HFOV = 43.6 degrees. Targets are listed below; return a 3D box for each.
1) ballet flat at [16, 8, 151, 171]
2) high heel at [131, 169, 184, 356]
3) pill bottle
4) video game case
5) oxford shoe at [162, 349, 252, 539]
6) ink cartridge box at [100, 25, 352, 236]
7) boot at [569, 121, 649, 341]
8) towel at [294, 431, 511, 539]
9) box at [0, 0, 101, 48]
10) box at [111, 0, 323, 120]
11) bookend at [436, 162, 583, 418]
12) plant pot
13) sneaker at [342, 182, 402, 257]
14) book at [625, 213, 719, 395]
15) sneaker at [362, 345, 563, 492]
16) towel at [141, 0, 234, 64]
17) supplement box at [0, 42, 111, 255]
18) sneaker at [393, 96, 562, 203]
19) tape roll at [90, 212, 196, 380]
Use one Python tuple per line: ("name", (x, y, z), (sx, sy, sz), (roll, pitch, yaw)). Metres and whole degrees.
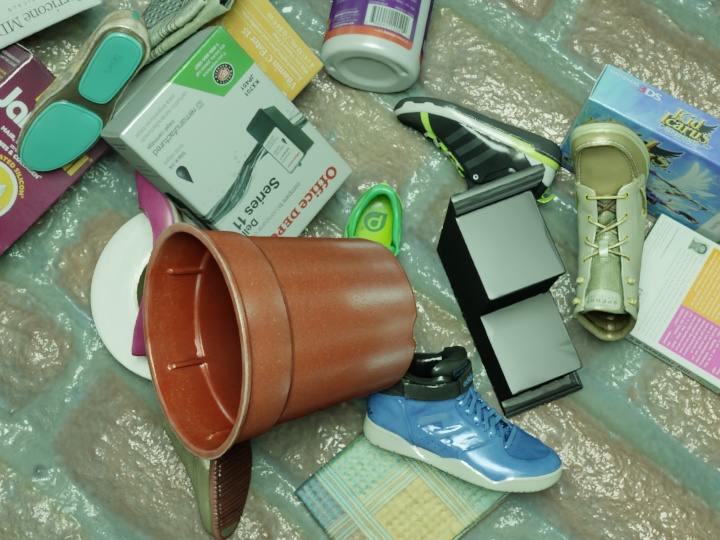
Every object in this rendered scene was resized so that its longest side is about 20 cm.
("ballet flat", (-0.266, -0.176, 0.875), (0.200, 0.068, 0.067), (-38, 41, 27))
("high heel", (-0.220, -0.014, 0.927), (0.096, 0.067, 0.200), (-22, 84, -5))
("pill bottle", (0.028, -0.311, 1.002), (0.111, 0.111, 0.200), (11, 77, 3))
("video game case", (0.308, -0.110, 0.916), (0.200, 0.181, 0.046), (29, 79, 7))
("oxford shoe", (-0.159, 0.173, 0.914), (0.075, 0.070, 0.201), (-1, 94, 22))
("ink cartridge box", (-0.127, -0.116, 0.888), (0.200, 0.083, 0.147), (45, 77, -27))
("boot", (0.238, -0.033, 0.870), (0.072, 0.200, 0.155), (2, 62, 24))
("towel", (0.052, 0.219, 0.929), (0.200, 0.022, 0.147), (-39, 79, -6))
("box", (-0.406, -0.333, 0.959), (0.199, 0.131, 0.200), (-28, 42, -6))
("box", (-0.160, -0.194, 0.960), (0.200, 0.097, 0.124), (-50, 118, -9))
("bookend", (0.157, 0.028, 0.878), (0.092, 0.200, 0.199), (-20, 77, -3))
("plant pot", (-0.067, 0.051, 0.817), (0.195, 0.201, 0.201), (-7, 74, -36))
("sneaker", (0.000, 0.000, 0.946), (0.074, 0.084, 0.200), (9, 78, 3))
("book", (0.370, 0.048, 0.950), (0.200, 0.048, 0.134), (33, 81, 10))
("sneaker", (0.105, 0.136, 0.871), (0.200, 0.077, 0.111), (16, 113, 16))
("towel", (-0.179, -0.290, 0.944), (0.200, 0.035, 0.193), (-19, 35, 35))
("supplement box", (-0.380, -0.120, 0.941), (0.200, 0.131, 0.103), (-47, 37, -8))
("sneaker", (0.120, -0.127, 0.979), (0.200, 0.072, 0.083), (22, 95, 14))
("tape roll", (-0.187, 0.024, 0.968), (0.202, 0.037, 0.203), (0, 77, 1))
